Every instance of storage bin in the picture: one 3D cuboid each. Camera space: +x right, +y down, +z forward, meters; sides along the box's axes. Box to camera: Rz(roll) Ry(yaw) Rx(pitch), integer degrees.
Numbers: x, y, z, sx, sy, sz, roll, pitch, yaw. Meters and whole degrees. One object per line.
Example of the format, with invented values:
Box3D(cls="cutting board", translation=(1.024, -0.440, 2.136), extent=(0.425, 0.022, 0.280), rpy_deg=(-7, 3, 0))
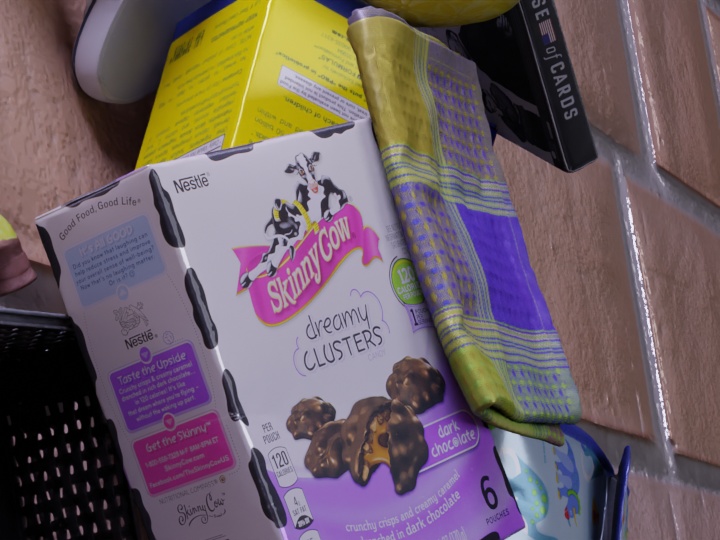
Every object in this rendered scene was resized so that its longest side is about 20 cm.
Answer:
Box3D(cls="storage bin", translation=(-0.157, 0.093, 0.919), extent=(0.200, 0.093, 0.136), rpy_deg=(9, 69, -64))

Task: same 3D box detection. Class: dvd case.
Box3D(cls="dvd case", translation=(0.057, -0.147, 1.255), extent=(0.200, 0.025, 0.151), rpy_deg=(38, -29, 61))

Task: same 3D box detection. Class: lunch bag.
Box3D(cls="lunch bag", translation=(0.091, 0.177, 1.310), extent=(0.200, 0.127, 0.171), rpy_deg=(33, 58, -47))

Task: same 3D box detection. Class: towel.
Box3D(cls="towel", translation=(0.050, -0.022, 1.062), extent=(0.143, 0.023, 0.201), rpy_deg=(23, 49, -65))

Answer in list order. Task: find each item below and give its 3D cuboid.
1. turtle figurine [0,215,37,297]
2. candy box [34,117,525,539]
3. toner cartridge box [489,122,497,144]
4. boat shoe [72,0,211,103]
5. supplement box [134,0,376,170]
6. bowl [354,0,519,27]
Box3D(cls="turtle figurine", translation=(-0.189, -0.061, 0.968), extent=(0.162, 0.064, 0.200), rpy_deg=(71, 23, -12))
Box3D(cls="candy box", translation=(-0.030, 0.047, 0.975), extent=(0.167, 0.071, 0.201), rpy_deg=(-18, 87, -55))
Box3D(cls="toner cartridge box", translation=(0.000, 0.000, 1.245), extent=(0.043, 0.094, 0.201), rpy_deg=(99, 11, -70))
Box3D(cls="boat shoe", translation=(-0.113, -0.182, 1.211), extent=(0.203, 0.086, 0.075), rpy_deg=(-63, 147, -15))
Box3D(cls="supplement box", translation=(-0.046, -0.031, 1.127), extent=(0.109, 0.109, 0.201), rpy_deg=(26, 65, -27))
Box3D(cls="bowl", translation=(-0.006, -0.206, 1.129), extent=(0.107, 0.200, 0.202), rpy_deg=(-21, 98, -27))
